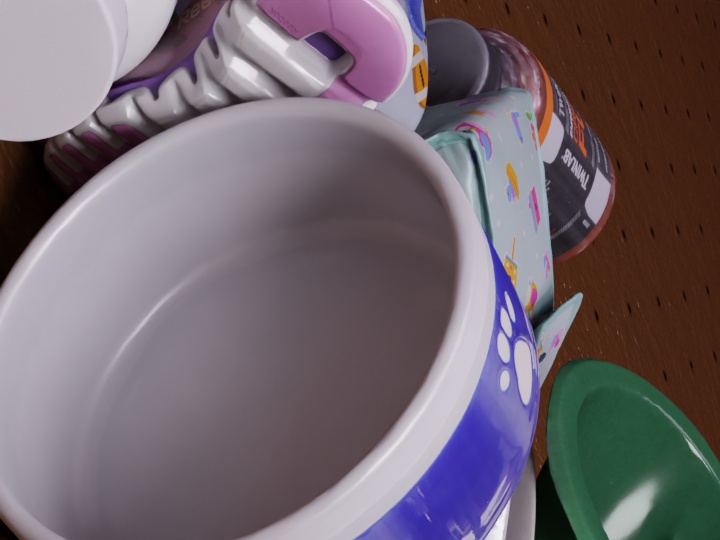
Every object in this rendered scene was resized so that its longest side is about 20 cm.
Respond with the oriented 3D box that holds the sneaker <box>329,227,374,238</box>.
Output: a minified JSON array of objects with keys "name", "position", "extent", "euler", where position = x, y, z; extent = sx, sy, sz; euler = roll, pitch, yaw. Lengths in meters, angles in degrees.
[{"name":"sneaker","position":[0.000,0.000,0.989],"extent":[0.099,0.199,0.075],"euler":[-12,109,-38]}]

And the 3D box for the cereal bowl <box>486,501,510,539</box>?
[{"name":"cereal bowl","position":[0.013,0.107,1.054],"extent":[0.200,0.083,0.202],"euler":[-172,-90,-85]}]

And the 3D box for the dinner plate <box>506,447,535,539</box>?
[{"name":"dinner plate","position":[0.050,0.166,1.119],"extent":[0.200,0.024,0.202],"euler":[-170,-90,-85]}]

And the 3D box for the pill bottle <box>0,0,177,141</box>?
[{"name":"pill bottle","position":[-0.118,-0.139,0.910],"extent":[0.201,0.111,0.113],"euler":[-81,148,-53]}]

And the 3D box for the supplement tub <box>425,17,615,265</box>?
[{"name":"supplement tub","position":[0.083,-0.082,1.455],"extent":[0.200,0.106,0.108],"euler":[41,36,-58]}]

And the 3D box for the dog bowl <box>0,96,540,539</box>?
[{"name":"dog bowl","position":[-0.038,0.039,0.844],"extent":[0.079,0.199,0.201],"euler":[55,25,-46]}]

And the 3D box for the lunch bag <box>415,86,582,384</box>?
[{"name":"lunch bag","position":[0.048,0.014,1.252],"extent":[0.170,0.121,0.202],"euler":[-36,118,-72]}]

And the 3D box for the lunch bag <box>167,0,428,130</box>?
[{"name":"lunch bag","position":[-0.046,-0.135,1.041],"extent":[0.076,0.159,0.201],"euler":[45,34,-55]}]

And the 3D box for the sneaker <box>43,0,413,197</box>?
[{"name":"sneaker","position":[-0.048,-0.082,0.930],"extent":[0.080,0.200,0.089],"euler":[35,45,-24]}]

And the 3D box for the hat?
[{"name":"hat","position":[0.083,0.167,1.124],"extent":[0.165,0.176,0.201],"euler":[40,32,-25]}]
